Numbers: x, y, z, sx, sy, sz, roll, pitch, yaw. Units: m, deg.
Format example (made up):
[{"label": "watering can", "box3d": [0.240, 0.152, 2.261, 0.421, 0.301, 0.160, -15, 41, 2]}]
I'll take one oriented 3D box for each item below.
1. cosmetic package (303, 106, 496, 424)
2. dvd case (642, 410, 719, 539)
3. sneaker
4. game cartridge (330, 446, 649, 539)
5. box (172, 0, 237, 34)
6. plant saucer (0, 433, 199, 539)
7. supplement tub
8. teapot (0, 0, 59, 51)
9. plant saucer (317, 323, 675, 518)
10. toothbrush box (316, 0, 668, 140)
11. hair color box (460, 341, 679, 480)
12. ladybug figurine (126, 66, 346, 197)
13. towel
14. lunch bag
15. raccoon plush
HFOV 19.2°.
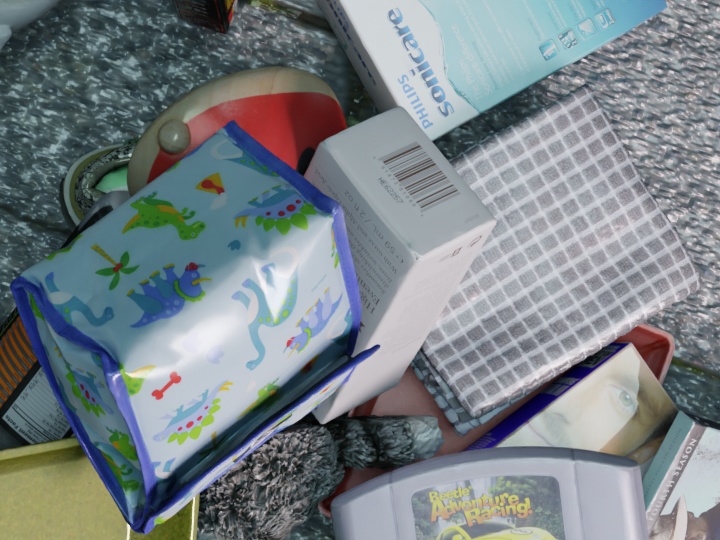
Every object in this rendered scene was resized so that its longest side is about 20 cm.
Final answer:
[{"label": "cosmetic package", "box3d": [0.000, 0.000, 1.337, 0.074, 0.200, 0.102, -26, 67, -34]}, {"label": "dvd case", "box3d": [0.255, 0.181, 1.429, 0.200, 0.022, 0.146, 19, 104, -33]}, {"label": "sneaker", "box3d": [-0.104, -0.070, 1.427, 0.199, 0.089, 0.077, -21, 90, -8]}, {"label": "game cartridge", "box3d": [0.085, 0.181, 1.359, 0.199, 0.041, 0.134, -8, 93, 5]}, {"label": "box", "box3d": [-0.087, -0.241, 1.382, 0.040, 0.200, 0.137, 18, 85, 0]}, {"label": "plant saucer", "box3d": [-0.188, 0.191, 1.298, 0.200, 0.048, 0.201, -7, 106, -48]}, {"label": "supplement tub", "box3d": [-0.173, 0.057, 1.378, 0.122, 0.123, 0.200, 38, 105, -4]}, {"label": "teapot", "box3d": [-0.283, -0.226, 1.390, 0.197, 0.146, 0.200, 42, 52, -27]}, {"label": "plant saucer", "box3d": [0.092, 0.105, 1.470, 0.199, 0.037, 0.201, 21, 86, -6]}, {"label": "toothbrush box", "box3d": [0.084, -0.190, 1.458, 0.200, 0.085, 0.147, -31, 92, -8]}, {"label": "hair color box", "box3d": [0.127, 0.148, 1.423, 0.200, 0.065, 0.109, -37, 93, -9]}, {"label": "ladybug figurine", "box3d": [-0.069, -0.063, 1.332, 0.136, 0.200, 0.072, -44, 71, 18]}, {"label": "towel", "box3d": [0.106, -0.008, 1.417, 0.200, 0.086, 0.166, -31, 90, -7]}, {"label": "lunch bag", "box3d": [-0.087, 0.048, 1.233, 0.170, 0.200, 0.127, -36, 55, -20]}, {"label": "raccoon plush", "box3d": [-0.043, 0.167, 1.394, 0.199, 0.097, 0.135, -1, 93, 3]}]
